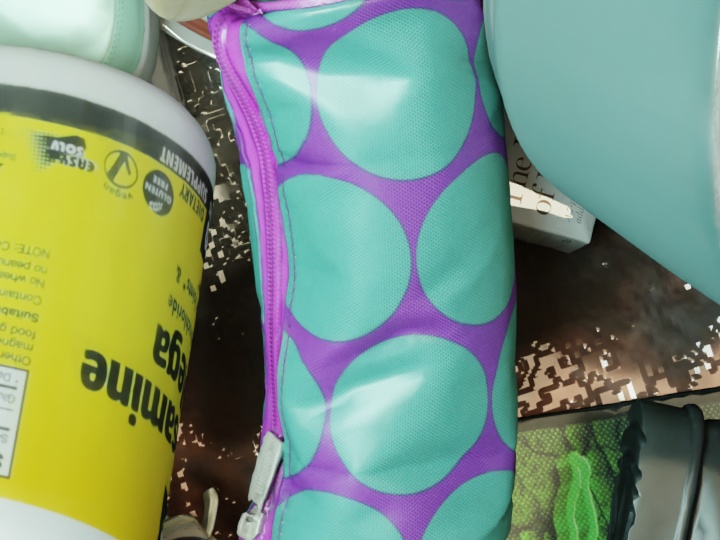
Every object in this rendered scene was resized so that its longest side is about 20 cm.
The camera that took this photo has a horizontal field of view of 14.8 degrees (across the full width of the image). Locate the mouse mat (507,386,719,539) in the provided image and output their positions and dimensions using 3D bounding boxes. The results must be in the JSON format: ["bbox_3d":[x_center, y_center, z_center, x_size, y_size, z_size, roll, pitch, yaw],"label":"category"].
[{"bbox_3d":[0.085,0.145,0.916,0.160,0.008,0.201,-9,88,-5],"label":"mouse mat"}]

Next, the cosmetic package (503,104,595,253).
[{"bbox_3d":[0.058,-0.114,0.907,0.082,0.051,0.201,14,86,-1],"label":"cosmetic package"}]

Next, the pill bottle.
[{"bbox_3d":[-0.108,0.046,0.803,0.112,0.113,0.201,9,66,-4],"label":"pill bottle"}]

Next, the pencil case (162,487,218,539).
[{"bbox_3d":[-0.124,0.136,0.865,0.199,0.078,0.090,-15,77,-5],"label":"pencil case"}]

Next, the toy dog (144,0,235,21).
[{"bbox_3d":[-0.011,-0.164,0.758,0.132,0.096,0.200,32,71,12],"label":"toy dog"}]

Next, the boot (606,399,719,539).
[{"bbox_3d":[0.151,0.137,0.869,0.162,0.073,0.199,10,94,-1],"label":"boot"}]

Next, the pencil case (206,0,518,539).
[{"bbox_3d":[0.000,0.000,0.840,0.092,0.085,0.201,-13,112,-26],"label":"pencil case"}]

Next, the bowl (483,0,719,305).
[{"bbox_3d":[0.109,-0.085,0.804,0.105,0.201,0.202,15,84,34],"label":"bowl"}]

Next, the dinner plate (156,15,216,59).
[{"bbox_3d":[-0.006,-0.159,0.862,0.199,0.024,0.201,0,97,0],"label":"dinner plate"}]

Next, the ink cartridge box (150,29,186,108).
[{"bbox_3d":[-0.167,-0.083,0.886,0.199,0.042,0.120,-15,99,-7],"label":"ink cartridge box"}]

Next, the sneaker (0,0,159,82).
[{"bbox_3d":[-0.128,-0.124,0.799,0.073,0.118,0.201,-24,102,13],"label":"sneaker"}]
